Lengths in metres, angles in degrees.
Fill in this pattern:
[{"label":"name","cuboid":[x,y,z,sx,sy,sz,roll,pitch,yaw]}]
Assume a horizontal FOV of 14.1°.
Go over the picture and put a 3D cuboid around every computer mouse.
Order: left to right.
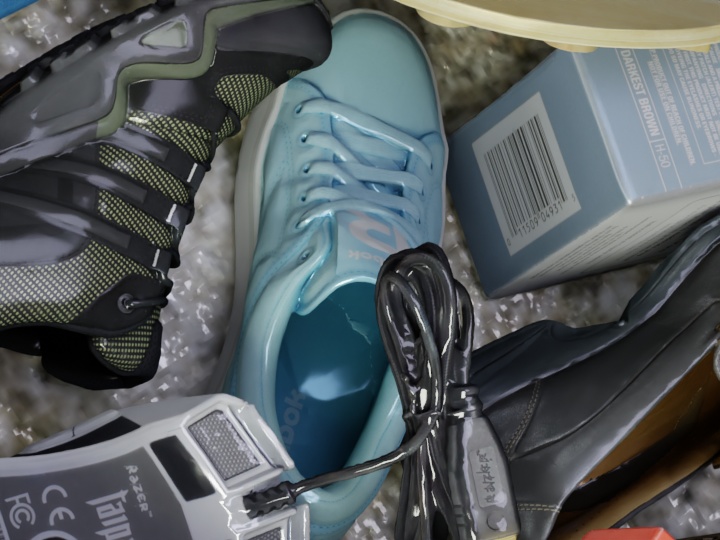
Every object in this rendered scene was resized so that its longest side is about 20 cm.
[{"label":"computer mouse","cuboid":[-0.053,0.069,0.841,0.200,0.044,0.110,-15,96,12]}]

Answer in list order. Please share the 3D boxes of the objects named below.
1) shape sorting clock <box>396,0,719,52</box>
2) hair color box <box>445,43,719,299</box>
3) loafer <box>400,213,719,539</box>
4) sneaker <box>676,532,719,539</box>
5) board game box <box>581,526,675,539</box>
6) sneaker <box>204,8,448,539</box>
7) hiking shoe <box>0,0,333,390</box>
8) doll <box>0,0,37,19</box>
[{"label":"shape sorting clock","cuboid":[0.055,-0.121,0.954,0.200,0.039,0.200,8,35,-6]},{"label":"hair color box","cuboid":[0.138,-0.051,0.990,0.200,0.099,0.061,-12,78,-29]},{"label":"loafer","cuboid":[0.114,0.036,0.932,0.200,0.073,0.072,-31,46,-9]},{"label":"sneaker","cuboid":[0.077,0.138,0.921,0.200,0.067,0.090,-9,89,-32]},{"label":"board game box","cuboid":[0.109,0.197,0.867,0.200,0.040,0.153,42,64,-19]},{"label":"sneaker","cuboid":[0.000,0.000,0.914,0.074,0.082,0.200,19,65,-21]},{"label":"hiking shoe","cuboid":[-0.082,-0.017,0.894,0.200,0.076,0.101,-32,100,-24]},{"label":"doll","cuboid":[-0.134,-0.123,0.897,0.200,0.048,0.137,15,45,-19]}]
